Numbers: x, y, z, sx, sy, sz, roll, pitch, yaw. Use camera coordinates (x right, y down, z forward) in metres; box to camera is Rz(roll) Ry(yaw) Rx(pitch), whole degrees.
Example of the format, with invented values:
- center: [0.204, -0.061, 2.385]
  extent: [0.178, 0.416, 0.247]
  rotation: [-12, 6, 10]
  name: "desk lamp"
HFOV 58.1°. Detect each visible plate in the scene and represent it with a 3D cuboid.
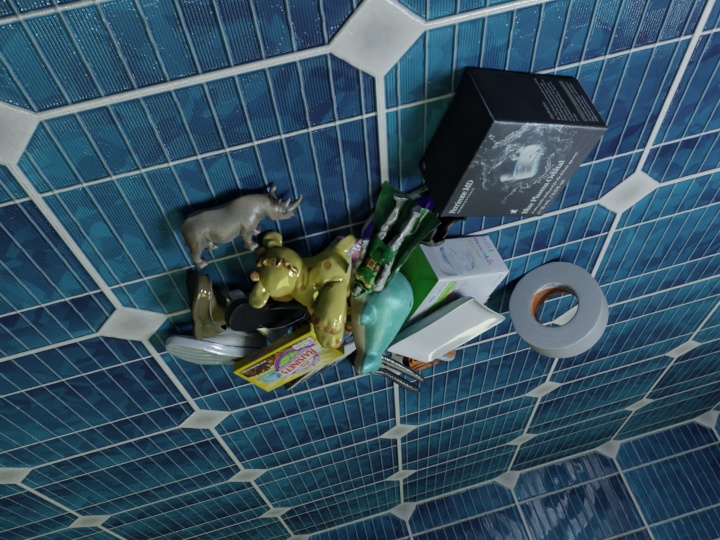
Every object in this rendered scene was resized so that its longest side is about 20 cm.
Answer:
- center: [0.170, 0.115, 1.291]
  extent: [0.200, 0.032, 0.199]
  rotation: [-32, 151, 19]
  name: "plate"

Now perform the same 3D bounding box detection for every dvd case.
- center: [-0.063, 0.187, 1.417]
  extent: [0.200, 0.025, 0.150]
  rotation: [-42, 166, 37]
  name: "dvd case"

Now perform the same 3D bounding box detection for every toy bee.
- center: [-0.037, 0.092, 1.287]
  extent: [0.199, 0.131, 0.109]
  rotation: [3, 106, -2]
  name: "toy bee"

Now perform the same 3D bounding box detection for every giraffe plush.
- center: [-0.099, 0.021, 1.087]
  extent: [0.161, 0.173, 0.201]
  rotation: [8, 135, 2]
  name: "giraffe plush"

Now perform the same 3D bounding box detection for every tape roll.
- center: [0.428, 0.085, 1.406]
  extent: [0.200, 0.201, 0.066]
  rotation: [-29, 144, 17]
  name: "tape roll"

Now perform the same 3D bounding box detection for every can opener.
- center: [0.065, 0.230, 1.530]
  extent: [0.199, 0.064, 0.079]
  rotation: [23, 178, -11]
  name: "can opener"

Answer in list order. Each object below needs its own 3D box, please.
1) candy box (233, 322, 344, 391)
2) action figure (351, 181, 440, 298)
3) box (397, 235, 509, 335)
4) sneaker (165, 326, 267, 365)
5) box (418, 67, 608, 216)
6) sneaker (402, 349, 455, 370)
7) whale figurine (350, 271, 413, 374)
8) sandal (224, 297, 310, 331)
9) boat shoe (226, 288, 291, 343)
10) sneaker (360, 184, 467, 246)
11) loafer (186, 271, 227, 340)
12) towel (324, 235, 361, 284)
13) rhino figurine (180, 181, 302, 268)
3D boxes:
- center: [-0.138, 0.170, 1.245]
  extent: [0.199, 0.027, 0.102]
  rotation: [-29, 136, 25]
  name: "candy box"
- center: [0.036, -0.031, 1.077]
  extent: [0.055, 0.118, 0.201]
  rotation: [-13, 138, -52]
  name: "action figure"
- center: [0.161, 0.034, 1.278]
  extent: [0.176, 0.097, 0.200]
  rotation: [-8, 147, -30]
  name: "box"
- center: [-0.279, 0.142, 1.273]
  extent: [0.199, 0.071, 0.073]
  rotation: [11, 145, -22]
  name: "sneaker"
- center: [0.224, -0.186, 0.986]
  extent: [0.199, 0.118, 0.197]
  rotation: [-2, 144, -22]
  name: "box"
- center: [0.124, 0.196, 1.538]
  extent: [0.199, 0.078, 0.112]
  rotation: [23, 138, -35]
  name: "sneaker"
- center: [0.039, 0.092, 1.181]
  extent: [0.103, 0.201, 0.159]
  rotation: [5, 173, 19]
  name: "whale figurine"
- center: [-0.149, 0.079, 1.163]
  extent: [0.199, 0.043, 0.076]
  rotation: [-11, 125, -42]
  name: "sandal"
- center: [-0.184, 0.073, 1.223]
  extent: [0.069, 0.071, 0.200]
  rotation: [-40, 152, -3]
  name: "boat shoe"
- center: [0.093, -0.075, 1.098]
  extent: [0.199, 0.100, 0.070]
  rotation: [-29, 144, 16]
  name: "sneaker"
- center: [-0.270, 0.060, 1.156]
  extent: [0.067, 0.076, 0.200]
  rotation: [-8, 156, -16]
  name: "loafer"
- center: [0.000, 0.000, 1.232]
  extent: [0.199, 0.030, 0.146]
  rotation: [8, 140, -35]
  name: "towel"
- center: [-0.182, -0.077, 1.001]
  extent: [0.199, 0.060, 0.088]
  rotation: [-21, 137, -1]
  name: "rhino figurine"
